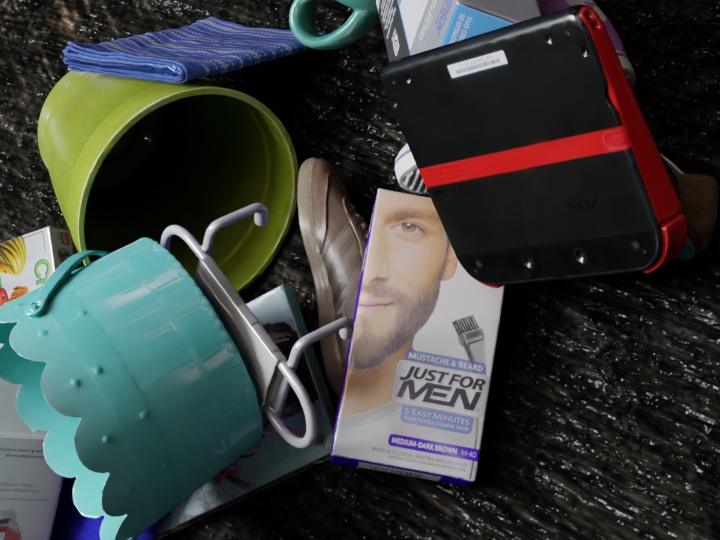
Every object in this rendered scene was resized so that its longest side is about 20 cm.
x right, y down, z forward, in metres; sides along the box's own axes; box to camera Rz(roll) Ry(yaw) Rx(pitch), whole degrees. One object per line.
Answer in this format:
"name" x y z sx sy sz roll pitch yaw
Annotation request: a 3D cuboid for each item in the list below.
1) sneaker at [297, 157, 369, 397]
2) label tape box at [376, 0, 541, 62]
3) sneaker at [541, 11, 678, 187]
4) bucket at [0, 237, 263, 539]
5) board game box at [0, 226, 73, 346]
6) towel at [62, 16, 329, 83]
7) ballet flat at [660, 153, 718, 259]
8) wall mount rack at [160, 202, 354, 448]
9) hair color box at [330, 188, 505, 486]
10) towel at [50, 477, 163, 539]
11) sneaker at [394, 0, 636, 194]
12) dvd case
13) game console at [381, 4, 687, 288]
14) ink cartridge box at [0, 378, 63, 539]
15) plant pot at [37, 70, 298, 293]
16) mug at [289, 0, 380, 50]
"sneaker" 0.000 0.000 1.127 0.074 0.070 0.203 -13 72 11
"label tape box" 0.071 -0.165 0.989 0.145 0.062 0.202 112 152 -54
"sneaker" 0.131 -0.110 0.988 0.087 0.076 0.201 -40 59 15
"bucket" -0.173 0.084 1.025 0.134 0.209 0.207 -31 52 -21
"board game box" -0.309 0.073 1.289 0.125 0.034 0.203 -16 78 28
"towel" -0.139 -0.192 1.197 0.143 0.199 0.024 12 113 33
"ballet flat" 0.174 -0.067 1.031 0.198 0.068 0.073 17 64 35
"wall mount rack" -0.073 0.053 1.044 0.201 0.074 0.175 52 147 23
"hair color box" 0.046 0.050 1.044 0.108 0.065 0.203 9 77 0
"towel" -0.227 0.191 1.181 0.146 0.049 0.203 21 103 35
"sneaker" 0.106 -0.143 1.093 0.199 0.073 0.115 -27 61 11
"dvd case" -0.117 0.120 1.164 0.198 0.022 0.148 -27 72 24
"game console" 0.112 -0.075 0.929 0.199 0.031 0.179 -7 111 51
"ink cartridge box" -0.320 0.203 1.192 0.145 0.082 0.203 35 114 56
"plant pot" -0.186 -0.092 1.203 0.202 0.199 0.193 -57 43 5
"mug" 0.016 -0.278 1.155 0.151 0.187 0.114 -35 52 -29
